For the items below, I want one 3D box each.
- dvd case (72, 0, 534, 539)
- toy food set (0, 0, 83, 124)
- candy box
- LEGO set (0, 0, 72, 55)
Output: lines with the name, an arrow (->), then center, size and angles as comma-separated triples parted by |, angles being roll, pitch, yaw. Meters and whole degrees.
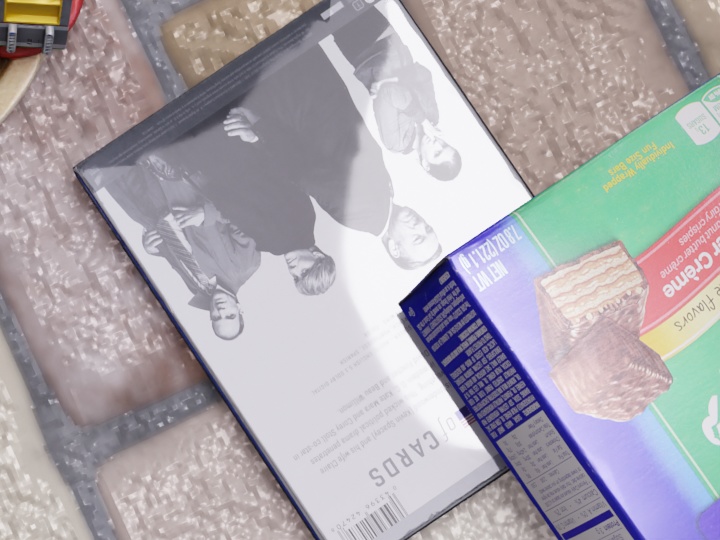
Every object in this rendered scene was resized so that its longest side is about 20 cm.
dvd case -> 0.000, 0.000, 0.908 | 0.150, 0.025, 0.200 | -34, 85, -3
toy food set -> -0.214, -0.126, 0.917 | 0.198, 0.049, 0.200 | 30, 85, 5
candy box -> 0.143, 0.043, 0.856 | 0.169, 0.077, 0.200 | -33, 85, -19
LEGO set -> -0.164, -0.172, 0.840 | 0.153, 0.116, 0.200 | 10, 75, -8
